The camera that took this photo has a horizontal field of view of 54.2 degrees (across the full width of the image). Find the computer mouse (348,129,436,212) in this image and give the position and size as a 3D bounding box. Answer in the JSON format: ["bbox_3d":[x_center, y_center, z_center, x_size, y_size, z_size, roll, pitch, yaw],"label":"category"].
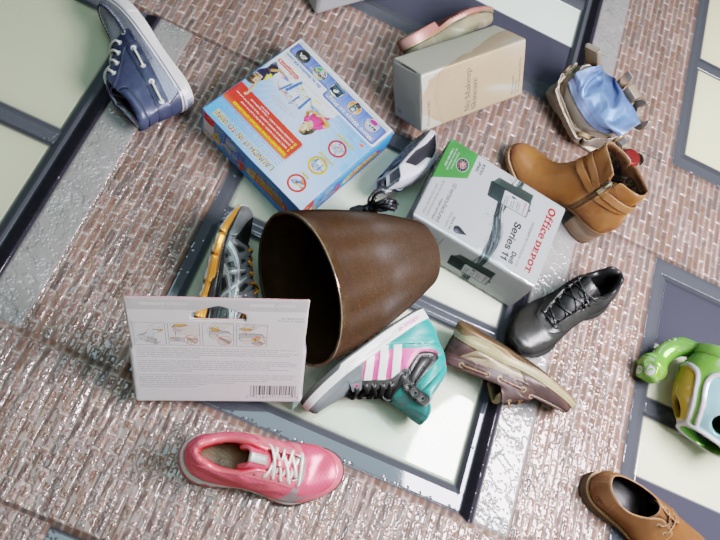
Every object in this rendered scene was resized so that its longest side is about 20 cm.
[{"bbox_3d":[0.059,-0.130,0.998,0.044,0.109,0.200,48,56,-11],"label":"computer mouse"}]

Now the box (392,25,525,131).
[{"bbox_3d":[0.149,-0.294,1.069,0.197,0.096,0.078,-25,43,-21],"label":"box"}]

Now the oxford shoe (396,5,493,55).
[{"bbox_3d":[0.145,-0.370,1.136,0.198,0.070,0.075,-31,104,-24],"label":"oxford shoe"}]

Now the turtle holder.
[{"bbox_3d":[0.490,0.170,0.969,0.185,0.141,0.133,39,81,-7],"label":"turtle holder"}]

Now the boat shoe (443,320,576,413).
[{"bbox_3d":[0.196,0.146,0.946,0.198,0.072,0.073,31,94,-13],"label":"boat shoe"}]

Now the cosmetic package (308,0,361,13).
[{"bbox_3d":[-0.009,-0.540,1.094,0.197,0.165,0.167,-24,75,-22],"label":"cosmetic package"}]

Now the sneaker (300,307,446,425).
[{"bbox_3d":[0.032,0.150,0.887,0.198,0.084,0.122,-33,81,-14],"label":"sneaker"}]

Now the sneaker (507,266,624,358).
[{"bbox_3d":[0.287,0.048,0.986,0.198,0.091,0.076,-31,72,-23],"label":"sneaker"}]

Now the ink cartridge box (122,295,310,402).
[{"bbox_3d":[-0.159,0.079,0.798,0.196,0.178,0.045,2,42,-9],"label":"ink cartridge box"}]

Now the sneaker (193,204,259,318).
[{"bbox_3d":[-0.161,0.016,0.890,0.076,0.078,0.204,13,77,-8],"label":"sneaker"}]

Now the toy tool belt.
[{"bbox_3d":[0.393,-0.249,1.113,0.124,0.123,0.201,-32,80,-23],"label":"toy tool belt"}]

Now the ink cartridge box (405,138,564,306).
[{"bbox_3d":[0.173,-0.067,1.004,0.198,0.083,0.148,30,65,-3],"label":"ink cartridge box"}]

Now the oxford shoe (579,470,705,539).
[{"bbox_3d":[0.384,0.331,0.915,0.198,0.071,0.072,33,63,-3],"label":"oxford shoe"}]

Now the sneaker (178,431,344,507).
[{"bbox_3d":[-0.111,0.228,0.811,0.196,0.087,0.075,9,68,-11],"label":"sneaker"}]

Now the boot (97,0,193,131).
[{"bbox_3d":[-0.321,-0.288,0.962,0.090,0.073,0.201,-35,82,-30],"label":"boot"}]

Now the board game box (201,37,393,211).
[{"bbox_3d":[-0.089,-0.199,1.000,0.200,0.056,0.196,45,65,5],"label":"board game box"}]

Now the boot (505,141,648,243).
[{"bbox_3d":[0.312,-0.141,1.031,0.076,0.156,0.201,-33,80,-23],"label":"boot"}]

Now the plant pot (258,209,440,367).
[{"bbox_3d":[0.000,0.000,0.895,0.197,0.187,0.189,-16,73,-35],"label":"plant pot"}]
